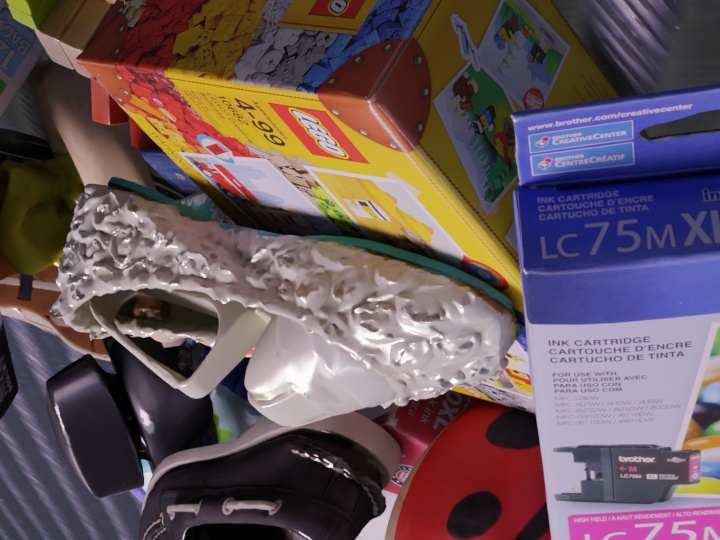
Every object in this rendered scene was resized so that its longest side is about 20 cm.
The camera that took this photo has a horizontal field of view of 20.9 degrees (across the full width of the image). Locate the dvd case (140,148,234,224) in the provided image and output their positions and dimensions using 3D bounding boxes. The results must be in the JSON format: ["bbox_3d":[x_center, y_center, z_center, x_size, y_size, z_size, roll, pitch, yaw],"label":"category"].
[{"bbox_3d":[0.000,0.000,0.907,0.142,0.018,0.200,7,149,51],"label":"dvd case"}]

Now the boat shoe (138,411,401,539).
[{"bbox_3d":[-0.051,0.116,0.846,0.074,0.061,0.200,35,146,-18],"label":"boat shoe"}]

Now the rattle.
[{"bbox_3d":[-0.134,-0.005,0.829,0.200,0.141,0.131,-124,32,-50],"label":"rattle"}]

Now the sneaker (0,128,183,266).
[{"bbox_3d":[-0.143,-0.034,0.997,0.198,0.071,0.090,17,-162,0],"label":"sneaker"}]

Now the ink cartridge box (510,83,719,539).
[{"bbox_3d":[0.111,0.023,0.607,0.118,0.042,0.201,-5,138,6],"label":"ink cartridge box"}]

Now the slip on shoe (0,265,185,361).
[{"bbox_3d":[-0.159,0.007,1.117,0.199,0.077,0.060,8,-177,41],"label":"slip on shoe"}]

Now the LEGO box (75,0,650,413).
[{"bbox_3d":[0.022,-0.034,0.681,0.148,0.078,0.200,13,155,45],"label":"LEGO box"}]

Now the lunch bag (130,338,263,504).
[{"bbox_3d":[-0.034,0.101,1.054,0.169,0.128,0.200,31,161,-8],"label":"lunch bag"}]

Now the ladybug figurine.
[{"bbox_3d":[0.089,0.091,0.749,0.135,0.200,0.072,36,141,17],"label":"ladybug figurine"}]

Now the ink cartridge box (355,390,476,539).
[{"bbox_3d":[0.072,0.100,0.887,0.199,0.084,0.145,33,150,-16],"label":"ink cartridge box"}]

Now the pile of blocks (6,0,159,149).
[{"bbox_3d":[-0.089,-0.091,0.737,0.199,0.062,0.082,34,162,-11],"label":"pile of blocks"}]

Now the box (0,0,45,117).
[{"bbox_3d":[-0.240,-0.124,0.813,0.200,0.113,0.101,41,160,-32],"label":"box"}]

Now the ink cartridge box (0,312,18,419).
[{"bbox_3d":[-0.248,-0.017,0.833,0.199,0.047,0.198,27,155,9],"label":"ink cartridge box"}]

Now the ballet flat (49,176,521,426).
[{"bbox_3d":[-0.033,0.020,0.683,0.199,0.072,0.072,15,157,39],"label":"ballet flat"}]

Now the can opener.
[{"bbox_3d":[-0.090,0.099,0.956,0.064,0.078,0.201,-108,-2,-48],"label":"can opener"}]
